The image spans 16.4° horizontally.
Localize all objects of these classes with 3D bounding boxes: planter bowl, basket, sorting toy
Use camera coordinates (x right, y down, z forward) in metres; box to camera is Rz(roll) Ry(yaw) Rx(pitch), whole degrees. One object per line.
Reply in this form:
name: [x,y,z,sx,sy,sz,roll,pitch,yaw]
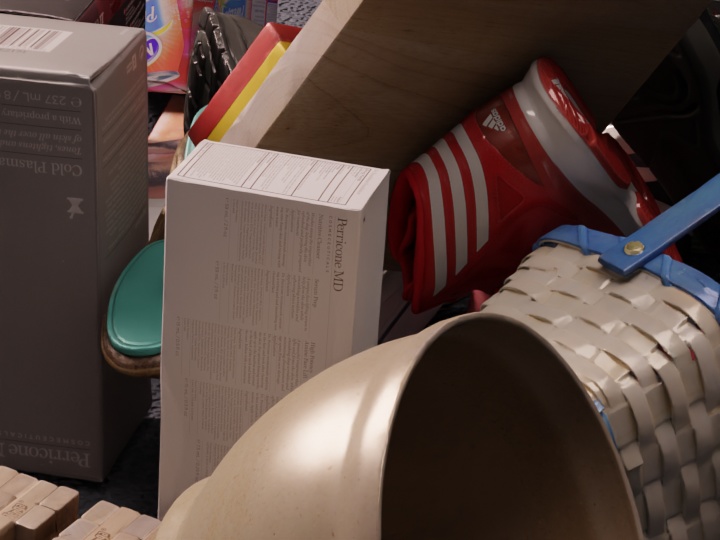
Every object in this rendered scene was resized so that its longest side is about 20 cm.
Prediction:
planter bowl: [0.006,0.125,0.925,0.134,0.201,0.200,-12,15,31]
basket: [0.131,0.052,1.081,0.199,0.177,0.139,-25,34,-28]
sorting toy: [0.029,-0.095,1.113,0.199,0.199,0.070,5,43,-46]

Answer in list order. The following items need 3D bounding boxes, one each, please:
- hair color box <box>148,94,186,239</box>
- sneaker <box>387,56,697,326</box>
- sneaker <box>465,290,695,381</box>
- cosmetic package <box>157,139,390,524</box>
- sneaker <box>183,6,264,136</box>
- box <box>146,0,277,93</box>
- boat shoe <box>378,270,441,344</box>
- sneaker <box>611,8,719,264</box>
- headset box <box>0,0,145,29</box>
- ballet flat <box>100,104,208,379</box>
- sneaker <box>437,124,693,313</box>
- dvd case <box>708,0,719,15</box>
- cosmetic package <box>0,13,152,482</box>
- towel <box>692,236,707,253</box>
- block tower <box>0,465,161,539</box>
hair color box: [-0.070,-0.028,1.345,0.110,0.064,0.200,6,24,5]
sneaker: [0.078,-0.012,1.151,0.115,0.200,0.079,-29,47,10]
sneaker: [0.143,0.021,1.248,0.199,0.087,0.074,-5,27,-20]
cosmetic package: [-0.037,0.052,1.027,0.082,0.201,0.051,11,26,14]
sneaker: [-0.038,-0.085,1.320,0.090,0.076,0.200,4,21,-22]
box: [-0.116,-0.157,1.491,0.094,0.103,0.200,5,6,12]
boat shoe: [0.000,0.000,1.216,0.073,0.065,0.200,-11,35,36]
sneaker: [0.181,-0.099,1.234,0.076,0.200,0.114,-1,48,46]
headset box: [-0.163,-0.084,1.289,0.075,0.201,0.149,8,27,7]
ballet flat: [-0.071,0.003,1.150,0.067,0.073,0.200,0,38,8]
sneaker: [0.099,-0.003,1.314,0.199,0.130,0.080,-38,33,1]
dvd case: [0.195,-0.084,1.361,0.145,0.200,0.022,5,54,4]
cosmetic package: [-0.155,-0.012,1.144,0.106,0.201,0.090,5,23,11]
towel: [0.146,-0.059,1.362,0.199,0.153,0.023,5,53,1]
block tower: [-0.130,0.125,1.030,0.199,0.058,0.054,17,28,21]
